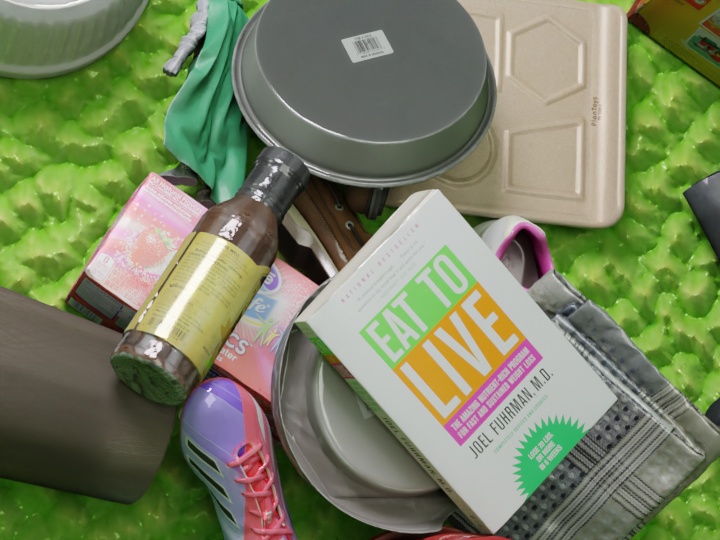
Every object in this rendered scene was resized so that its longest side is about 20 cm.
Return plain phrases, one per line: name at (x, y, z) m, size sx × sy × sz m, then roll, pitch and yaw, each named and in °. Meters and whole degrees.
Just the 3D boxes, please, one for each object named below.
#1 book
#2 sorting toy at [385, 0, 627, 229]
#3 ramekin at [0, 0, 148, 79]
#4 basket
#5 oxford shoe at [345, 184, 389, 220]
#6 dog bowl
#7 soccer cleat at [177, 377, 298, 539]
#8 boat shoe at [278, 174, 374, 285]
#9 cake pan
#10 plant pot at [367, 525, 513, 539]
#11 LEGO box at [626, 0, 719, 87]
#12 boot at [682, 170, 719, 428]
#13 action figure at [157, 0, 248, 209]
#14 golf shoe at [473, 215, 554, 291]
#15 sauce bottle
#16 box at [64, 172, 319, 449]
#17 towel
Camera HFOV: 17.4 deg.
book at (0.066, 0.063, 1.615) m, size 0.134 × 0.048 × 0.200 m, roll -46°, pitch 103°, yaw -17°
sorting toy at (0.108, -0.129, 1.836) m, size 0.199 × 0.036 × 0.186 m, roll 5°, pitch 75°, yaw -9°
ramekin at (-0.242, -0.250, 1.728) m, size 0.199 × 0.105 × 0.202 m, roll 3°, pitch 77°, yaw -14°
basket at (-0.237, 0.082, 1.636) m, size 0.199 × 0.180 × 0.137 m, roll 19°, pitch 101°, yaw -21°
oxford shoe at (-0.020, -0.122, 1.767) m, size 0.084 × 0.073 × 0.201 m, roll -3°, pitch 56°, yaw -13°
dog bowl at (0.027, 0.085, 1.649) m, size 0.199 × 0.059 × 0.202 m, roll 3°, pitch 82°, yaw -20°
soccer cleat at (-0.076, 0.163, 1.646) m, size 0.066 × 0.076 × 0.201 m, roll -26°, pitch 127°, yaw -20°
boat shoe at (0.000, 0.000, 1.755) m, size 0.068 × 0.072 × 0.200 m, roll -36°, pitch 89°, yaw -18°
cake pan at (0.005, -0.151, 1.726) m, size 0.199 × 0.037 × 0.201 m, roll 4°, pitch 54°, yaw -6°
plant pot at (0.063, 0.279, 1.635) m, size 0.199 × 0.182 × 0.202 m, roll -1°, pitch 92°, yaw -23°
LEGO box at (0.329, -0.193, 1.848) m, size 0.200 × 0.149 × 0.077 m, roll 35°, pitch 71°, yaw -6°
boot at (0.303, 0.020, 1.836) m, size 0.164 × 0.066 × 0.201 m, roll -19°, pitch 86°, yaw -27°
action figure at (-0.112, -0.138, 1.751) m, size 0.054 × 0.118 × 0.201 m, roll -7°, pitch 54°, yaw 22°
golf shoe at (0.117, 0.055, 1.766) m, size 0.075 × 0.091 × 0.201 m, roll -6°, pitch 81°, yaw -18°
sauce bottle at (-0.098, 0.000, 1.623) m, size 0.065 × 0.065 × 0.200 m, roll 35°, pitch 64°, yaw -5°
box at (-0.103, 0.031, 1.704) m, size 0.199 × 0.103 × 0.095 m, roll 34°, pitch 71°, yaw -5°
towel at (0.141, 0.127, 1.729) m, size 0.192 × 0.035 × 0.200 m, roll 43°, pitch 105°, yaw -1°
